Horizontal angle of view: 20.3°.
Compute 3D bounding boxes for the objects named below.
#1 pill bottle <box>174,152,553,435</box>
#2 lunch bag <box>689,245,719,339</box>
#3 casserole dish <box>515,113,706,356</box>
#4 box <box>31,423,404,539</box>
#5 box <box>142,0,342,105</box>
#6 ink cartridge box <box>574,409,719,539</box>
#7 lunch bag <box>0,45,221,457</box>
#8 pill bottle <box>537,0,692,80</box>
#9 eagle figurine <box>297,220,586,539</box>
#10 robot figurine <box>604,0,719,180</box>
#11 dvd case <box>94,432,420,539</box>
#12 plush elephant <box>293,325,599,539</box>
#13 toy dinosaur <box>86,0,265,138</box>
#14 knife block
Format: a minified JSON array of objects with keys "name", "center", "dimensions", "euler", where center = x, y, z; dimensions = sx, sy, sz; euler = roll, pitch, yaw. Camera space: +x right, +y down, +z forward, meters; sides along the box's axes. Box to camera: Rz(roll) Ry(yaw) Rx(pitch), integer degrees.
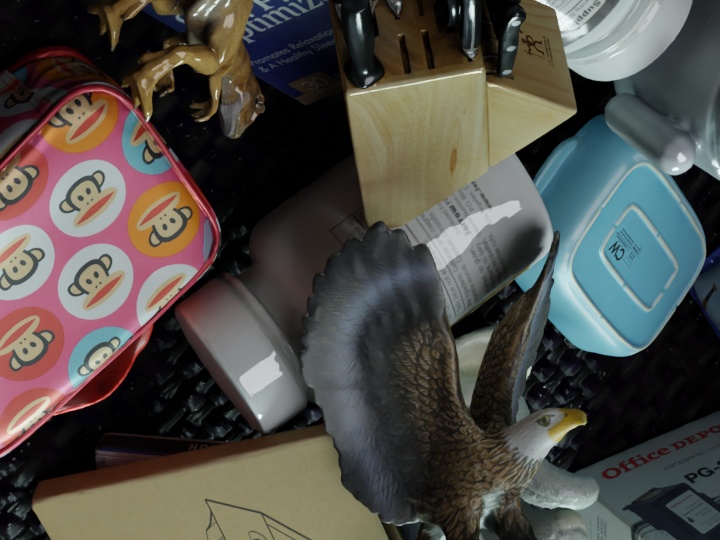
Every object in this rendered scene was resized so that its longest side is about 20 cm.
[{"name":"pill bottle","center":[0.000,0.000,1.142],"dimensions":[0.200,0.114,0.115],"euler":[-36,130,-11]},{"name":"lunch bag","center":[0.331,0.069,1.363],"dimensions":[0.124,0.170,0.200],"euler":[-41,130,-3]},{"name":"casserole dish","center":[0.162,-0.014,1.264],"dimensions":[0.121,0.039,0.200],"euler":[-55,143,-7]},{"name":"box","center":[-0.070,0.170,1.160],"dimensions":[0.199,0.021,0.164],"euler":[-13,120,21]},{"name":"box","center":[-0.053,-0.151,1.026],"dimensions":[0.200,0.121,0.033],"euler":[28,57,-39]},{"name":"ink cartridge box","center":[0.255,0.190,1.364],"dimensions":[0.144,0.200,0.085],"euler":[-20,122,-23]},{"name":"lunch bag","center":[-0.172,0.001,1.050],"dimensions":[0.200,0.082,0.176],"euler":[-41,131,-8]},{"name":"pill bottle","center":[0.087,-0.186,1.095],"dimensions":[0.200,0.114,0.114],"euler":[27,99,-41]},{"name":"eagle figurine","center":[0.059,0.084,1.075],"dimensions":[0.150,0.201,0.152],"euler":[-18,160,7]},{"name":"robot figurine","center":[0.226,-0.109,1.173],"dimensions":[0.169,0.200,0.113],"euler":[-30,128,-15]},{"name":"dvd case","center":[-0.051,0.169,1.184],"dimensions":[0.199,0.025,0.151],"euler":[4,121,11]},{"name":"plush elephant","center":[0.072,0.132,1.249],"dimensions":[0.155,0.200,0.165],"euler":[-31,147,-42]},{"name":"toy dinosaur","center":[-0.073,-0.131,0.988],"dimensions":[0.106,0.061,0.200],"euler":[-27,162,-22]},{"name":"knife block","center":[0.011,-0.102,0.990],"dimensions":[0.175,0.064,0.200],"euler":[14,147,-39]}]
